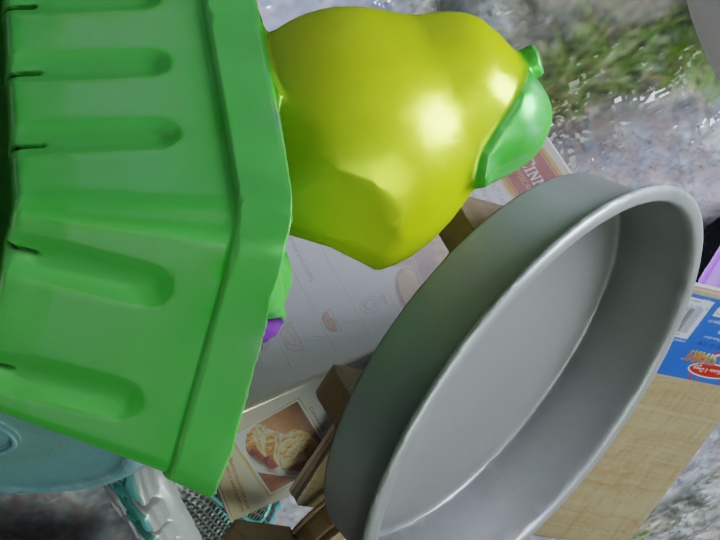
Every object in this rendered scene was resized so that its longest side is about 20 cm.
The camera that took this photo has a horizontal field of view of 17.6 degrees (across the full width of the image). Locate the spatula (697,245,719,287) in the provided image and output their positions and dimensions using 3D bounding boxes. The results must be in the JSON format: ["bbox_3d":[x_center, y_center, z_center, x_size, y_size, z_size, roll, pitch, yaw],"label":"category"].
[{"bbox_3d":[0.226,0.001,1.212,0.200,0.021,0.057,9,116,-51],"label":"spatula"}]

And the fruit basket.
[{"bbox_3d":[-0.038,-0.033,0.862,0.215,0.216,0.156,-3,131,-27],"label":"fruit basket"}]

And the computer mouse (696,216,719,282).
[{"bbox_3d":[0.157,0.024,1.227,0.140,0.046,0.200,19,112,-52],"label":"computer mouse"}]

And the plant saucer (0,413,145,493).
[{"bbox_3d":[-0.169,0.055,0.949,0.200,0.027,0.200,7,159,3],"label":"plant saucer"}]

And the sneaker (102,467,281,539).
[{"bbox_3d":[-0.070,0.129,1.204,0.091,0.078,0.200,-34,146,-14],"label":"sneaker"}]

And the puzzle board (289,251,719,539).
[{"bbox_3d":[0.083,0.055,1.028,0.200,0.017,0.151,11,123,-37],"label":"puzzle board"}]

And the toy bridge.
[{"bbox_3d":[0.015,0.058,0.959,0.067,0.027,0.200,12,122,-38],"label":"toy bridge"}]

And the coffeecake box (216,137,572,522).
[{"bbox_3d":[0.000,0.000,1.055,0.200,0.154,0.073,-23,138,-7],"label":"coffeecake box"}]

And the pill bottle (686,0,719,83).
[{"bbox_3d":[0.260,-0.150,1.085,0.200,0.113,0.113,-23,137,-6],"label":"pill bottle"}]

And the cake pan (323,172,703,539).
[{"bbox_3d":[0.058,0.043,0.912,0.200,0.037,0.200,-40,152,-26],"label":"cake pan"}]
